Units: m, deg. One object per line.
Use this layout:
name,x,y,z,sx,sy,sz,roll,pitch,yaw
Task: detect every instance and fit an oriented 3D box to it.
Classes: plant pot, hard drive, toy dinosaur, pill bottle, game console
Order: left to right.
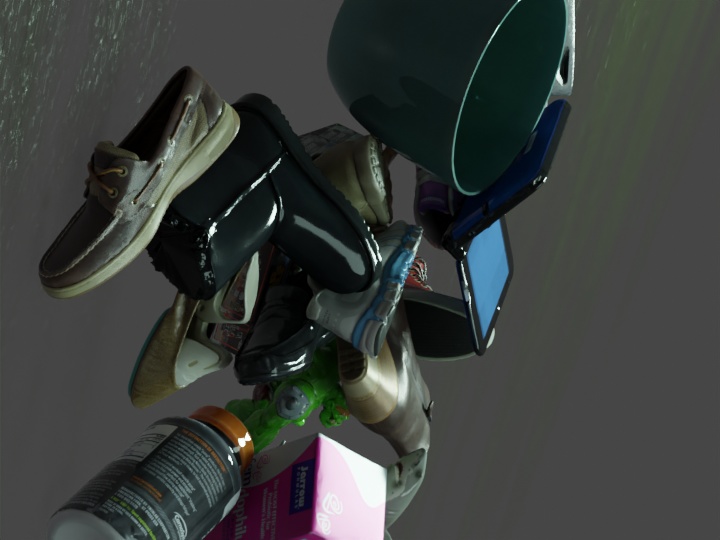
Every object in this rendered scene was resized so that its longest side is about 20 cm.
pill bottle,-0.174,0.198,1.671,0.200,0.106,0.107,-42,152,-46
toy dinosaur,0.007,-0.090,1.881,0.200,0.058,0.102,-38,137,-71
plant pot,0.068,-0.192,1.719,0.201,0.160,0.201,-47,152,-34
hard drive,0.136,-0.265,1.800,0.042,0.134,0.201,-28,123,-43
game console,0.154,-0.044,1.826,0.170,0.118,0.200,-37,-167,27

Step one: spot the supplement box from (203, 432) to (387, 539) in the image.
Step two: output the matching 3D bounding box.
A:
supplement box,-0.081,0.235,1.766,0.103,0.199,0.102,34,47,-40

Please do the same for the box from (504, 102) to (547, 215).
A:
box,0.151,-0.140,2.024,0.201,0.036,0.145,-79,-164,-45

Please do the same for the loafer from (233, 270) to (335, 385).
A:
loafer,-0.069,0.049,1.683,0.201,0.068,0.071,-45,122,-68

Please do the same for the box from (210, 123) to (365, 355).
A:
box,-0.065,-0.029,1.770,0.137,0.040,0.201,-26,138,-62

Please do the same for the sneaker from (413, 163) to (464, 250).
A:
sneaker,0.080,-0.116,1.887,0.114,0.072,0.201,-70,151,-57

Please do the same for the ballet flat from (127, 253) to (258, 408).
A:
ballet flat,-0.131,0.038,1.634,0.201,0.072,0.068,-65,161,3

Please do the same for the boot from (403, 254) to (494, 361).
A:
boot,0.065,0.024,1.949,0.144,0.199,0.073,-41,131,-49

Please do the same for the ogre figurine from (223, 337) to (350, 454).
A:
ogre figurine,-0.068,0.118,1.846,0.120,0.098,0.200,-34,168,39

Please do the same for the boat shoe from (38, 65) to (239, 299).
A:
boat shoe,-0.175,-0.069,1.417,0.200,0.072,0.072,-48,127,-14

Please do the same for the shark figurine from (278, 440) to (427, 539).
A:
shark figurine,-0.014,0.238,1.839,0.089,0.214,0.129,32,65,-35

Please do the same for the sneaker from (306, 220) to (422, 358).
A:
sneaker,0.000,0.000,1.700,0.200,0.086,0.075,-64,174,-64

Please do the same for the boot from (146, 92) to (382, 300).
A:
boot,-0.087,-0.024,1.551,0.201,0.076,0.168,56,49,-17

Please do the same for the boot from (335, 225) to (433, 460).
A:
boot,0.023,0.070,1.844,0.167,0.072,0.201,55,33,-51

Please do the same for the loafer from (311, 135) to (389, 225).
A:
loafer,-0.012,-0.079,1.689,0.200,0.067,0.076,73,11,-80
